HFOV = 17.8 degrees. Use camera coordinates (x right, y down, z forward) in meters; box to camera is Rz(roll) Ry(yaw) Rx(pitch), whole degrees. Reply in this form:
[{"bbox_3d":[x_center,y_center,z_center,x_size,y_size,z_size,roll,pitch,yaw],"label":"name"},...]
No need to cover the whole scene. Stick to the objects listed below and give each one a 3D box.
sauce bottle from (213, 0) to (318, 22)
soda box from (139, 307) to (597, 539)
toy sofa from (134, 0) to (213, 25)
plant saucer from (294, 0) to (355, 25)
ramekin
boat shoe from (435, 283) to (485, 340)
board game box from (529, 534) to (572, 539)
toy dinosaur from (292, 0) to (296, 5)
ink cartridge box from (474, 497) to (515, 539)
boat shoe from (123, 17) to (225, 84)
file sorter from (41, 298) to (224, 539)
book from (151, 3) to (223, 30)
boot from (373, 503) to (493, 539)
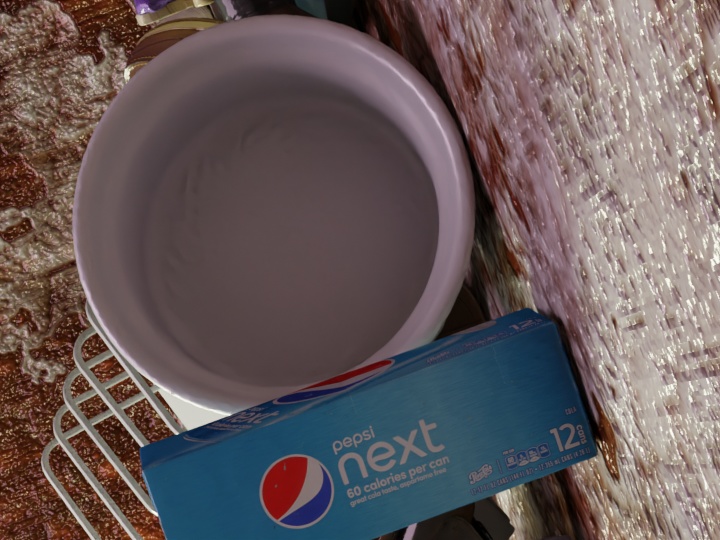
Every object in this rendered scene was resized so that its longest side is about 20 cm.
[{"bbox_3d":[-0.025,-0.091,1.257,0.201,0.064,0.065,59,174,0],"label":"sauce bottle"},{"bbox_3d":[0.002,0.083,1.057,0.064,0.199,0.068,-146,36,-81],"label":"soda box"},{"bbox_3d":[-0.107,-0.211,1.371,0.200,0.097,0.083,-126,16,-74],"label":"toy sofa"},{"bbox_3d":[-0.041,-0.225,1.308,0.200,0.027,0.201,159,90,-84],"label":"plant saucer"},{"bbox_3d":[-0.039,-0.019,1.163,0.098,0.199,0.202,61,-172,-78],"label":"ramekin"},{"bbox_3d":[0.031,0.040,1.297,0.200,0.071,0.065,77,170,-61],"label":"boat shoe"},{"bbox_3d":[0.116,0.273,1.176,0.200,0.043,0.200,-120,28,-62],"label":"board game box"},{"bbox_3d":[-0.048,-0.168,1.509,0.200,0.047,0.089,-106,0,-62],"label":"toy dinosaur"},{"bbox_3d":[-0.029,0.180,1.315,0.083,0.200,0.146,48,165,-32],"label":"ink cartridge box"},{"bbox_3d":[-0.073,-0.098,1.359,0.199,0.068,0.072,17,144,38],"label":"boat shoe"},{"bbox_3d":[-0.117,0.092,1.499,0.139,0.124,0.200,50,146,20],"label":"file sorter"},{"bbox_3d":[-0.052,-0.085,1.505,0.200,0.048,0.134,50,180,-18],"label":"book"},{"bbox_3d":[0.051,0.131,1.204,0.097,0.200,0.075,30,-163,-16],"label":"boot"}]
